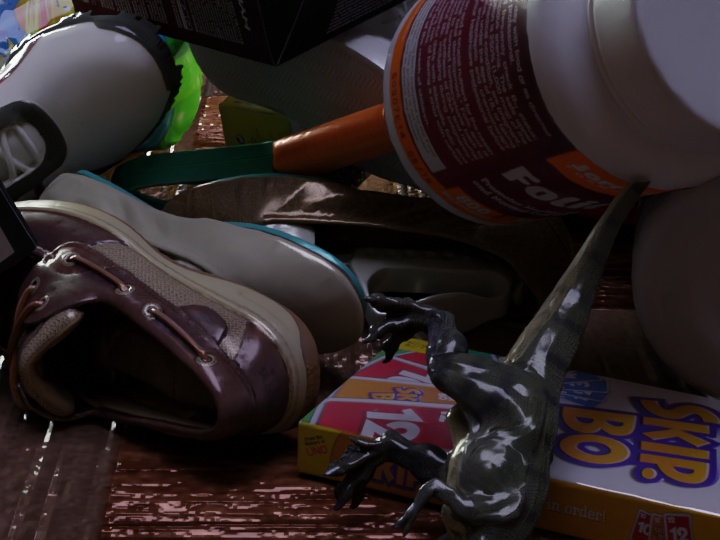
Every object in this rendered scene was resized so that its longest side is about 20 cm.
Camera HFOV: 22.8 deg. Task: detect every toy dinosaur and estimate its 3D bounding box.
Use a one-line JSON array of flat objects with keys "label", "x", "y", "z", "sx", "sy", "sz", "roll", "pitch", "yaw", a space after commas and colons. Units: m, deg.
[{"label": "toy dinosaur", "x": 0.037, "y": 0.049, "z": 0.631, "sx": 0.087, "sy": 0.048, "sz": 0.201, "roll": 4, "pitch": 55, "yaw": 29}]

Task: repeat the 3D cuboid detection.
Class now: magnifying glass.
[{"label": "magnifying glass", "x": -0.048, "y": -0.047, "z": 0.857, "sx": 0.079, "sy": 0.023, "sz": 0.199, "roll": 17, "pitch": -23, "yaw": -40}]

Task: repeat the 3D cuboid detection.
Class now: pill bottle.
[{"label": "pill bottle", "x": 0.097, "y": -0.084, "z": 0.708, "sx": 0.113, "sy": 0.116, "sz": 0.200, "roll": -8, "pitch": -1, "yaw": -23}, {"label": "pill bottle", "x": 0.182, "y": -0.028, "z": 0.811, "sx": 0.112, "sy": 0.114, "sz": 0.200, "roll": 4, "pitch": 21, "yaw": 9}]

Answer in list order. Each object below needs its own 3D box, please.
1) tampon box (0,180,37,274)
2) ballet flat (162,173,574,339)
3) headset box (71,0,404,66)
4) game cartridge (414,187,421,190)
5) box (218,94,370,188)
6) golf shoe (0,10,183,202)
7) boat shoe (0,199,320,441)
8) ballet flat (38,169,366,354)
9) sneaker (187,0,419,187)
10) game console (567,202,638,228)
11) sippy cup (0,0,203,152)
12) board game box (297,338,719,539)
[{"label": "tampon box", "x": -0.260, "y": -0.043, "z": 0.745, "sx": 0.149, "sy": 0.127, "sz": 0.199, "roll": -38, "pitch": 36, "yaw": -19}, {"label": "ballet flat", "x": 0.000, "y": 0.000, "z": 0.822, "sx": 0.197, "sy": 0.068, "sz": 0.073, "roll": 6, "pitch": 40, "yaw": 2}, {"label": "headset box", "x": -0.052, "y": -0.177, "z": 0.877, "sx": 0.148, "sy": 0.078, "sz": 0.199, "roll": -31, "pitch": 31, "yaw": -30}, {"label": "game cartridge", "x": 0.118, "y": -0.096, "z": 0.907, "sx": 0.199, "sy": 0.042, "sz": 0.133, "roll": -21, "pitch": 10, "yaw": 34}, {"label": "box", "x": 0.000, "y": -0.105, "z": 0.999, "sx": 0.050, "sy": 0.076, "sz": 0.200, "roll": 12, "pitch": 40, "yaw": 30}, {"label": "golf shoe", "x": -0.173, "y": -0.053, "z": 0.863, "sx": 0.199, "sy": 0.078, "sz": 0.088, "roll": -26, "pitch": 24, "yaw": 19}, {"label": "boat shoe", "x": -0.113, "y": 0.024, "z": 0.726, "sx": 0.199, "sy": 0.073, "sz": 0.072, "roll": 22, "pitch": 27, "yaw": 30}, {"label": "ballet flat", "x": -0.085, "y": 0.009, "z": 0.791, "sx": 0.199, "sy": 0.070, "sz": 0.069, "roll": 17, "pitch": 26, "yaw": 41}, {"label": "sneaker", "x": 0.013, "y": -0.114, "z": 0.882, "sx": 0.115, "sy": 0.074, "sz": 0.199, "roll": -31, "pitch": 42, "yaw": -27}, {"label": "game console", "x": 0.136, "y": -0.071, "z": 1.055, "sx": 0.175, "sy": 0.031, "sz": 0.199, "roll": 18, "pitch": 27, "yaw": 30}, {"label": "sippy cup", "x": -0.181, "y": -0.113, "z": 1.016, "sx": 0.130, "sy": 0.140, "sz": 0.178, "roll": -30, "pitch": -3, "yaw": -37}, {"label": "board game box", "x": 0.084, "y": 0.069, "z": 0.679, "sx": 0.198, "sy": 0.030, "sz": 0.095, "roll": 13, "pitch": 24, "yaw": 23}]
